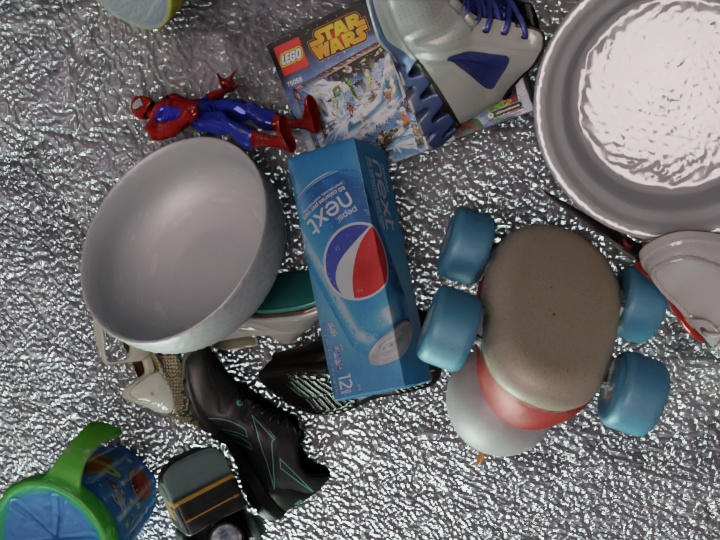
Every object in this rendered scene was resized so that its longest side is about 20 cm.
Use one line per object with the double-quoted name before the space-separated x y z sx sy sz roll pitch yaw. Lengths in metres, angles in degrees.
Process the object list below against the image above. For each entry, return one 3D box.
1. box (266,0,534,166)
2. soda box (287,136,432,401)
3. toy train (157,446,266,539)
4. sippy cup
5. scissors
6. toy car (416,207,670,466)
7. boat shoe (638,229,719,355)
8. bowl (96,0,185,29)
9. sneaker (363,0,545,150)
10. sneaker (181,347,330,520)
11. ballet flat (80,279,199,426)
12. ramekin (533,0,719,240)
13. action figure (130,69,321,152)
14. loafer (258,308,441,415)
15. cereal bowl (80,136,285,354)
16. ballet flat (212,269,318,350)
"box" 0.034 -0.167 0.763 0.199 0.040 0.138 -18 99 21
"soda box" 0.000 0.000 0.732 0.064 0.068 0.201 -15 81 22
"toy train" -0.150 0.228 0.862 0.085 0.200 0.114 -23 85 -18
"sippy cup" -0.281 0.250 0.927 0.178 0.130 0.140 -39 90 22
"scissors" 0.217 -0.019 0.709 0.200 0.073 0.014 39 138 -11
"toy car" 0.130 0.080 0.760 0.183 0.177 0.200 19 138 -2
"boat shoe" 0.289 0.037 0.671 0.199 0.070 0.071 27 144 -22
"bowl" -0.195 -0.316 0.749 0.200 0.200 0.108 40 70 4
"sneaker" 0.069 -0.186 0.658 0.115 0.081 0.200 -23 140 9
"sneaker" -0.103 0.148 0.879 0.079 0.075 0.201 -26 109 10
"ballet flat" -0.219 0.082 0.892 0.068 0.075 0.201 -19 99 45
"ramekin" 0.237 -0.129 0.677 0.199 0.098 0.202 5 106 17
"action figure" -0.131 -0.140 0.796 0.199 0.065 0.052 8 132 34
"loafer" -0.007 0.082 0.833 0.199 0.072 0.073 -13 133 33
"cereal bowl" -0.150 -0.015 0.813 0.199 0.083 0.201 -11 62 23
"ballet flat" -0.096 0.043 0.856 0.199 0.069 0.070 -7 102 24
